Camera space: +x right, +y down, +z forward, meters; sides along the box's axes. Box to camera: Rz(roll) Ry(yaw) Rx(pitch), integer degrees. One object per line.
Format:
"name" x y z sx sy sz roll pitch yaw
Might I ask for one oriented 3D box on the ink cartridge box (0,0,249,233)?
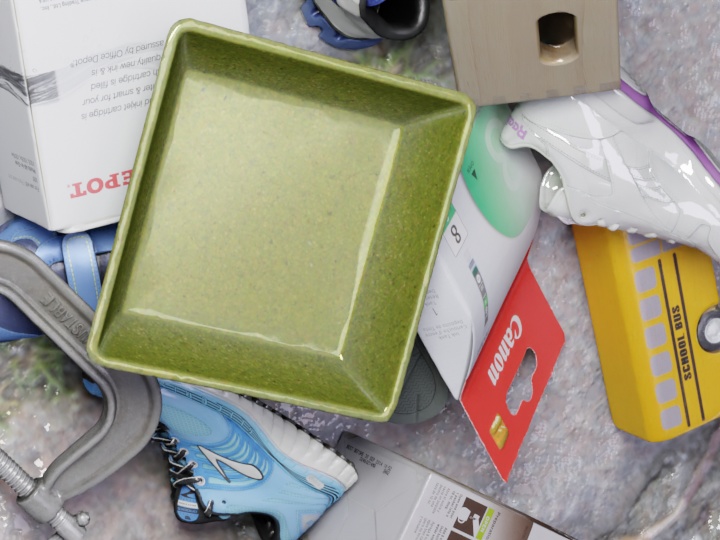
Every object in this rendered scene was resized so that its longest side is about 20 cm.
"ink cartridge box" -0.145 -0.138 1.545 0.146 0.084 0.201 -15 108 -26

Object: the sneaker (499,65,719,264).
"sneaker" 0.173 -0.055 1.700 0.200 0.075 0.100 42 102 -18

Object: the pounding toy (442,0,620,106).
"pounding toy" 0.116 -0.211 1.606 0.142 0.200 0.185 -7 67 4

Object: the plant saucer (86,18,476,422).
"plant saucer" -0.051 -0.029 1.540 0.199 0.048 0.200 13 95 -27

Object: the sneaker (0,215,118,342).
"sneaker" -0.141 -0.005 1.578 0.199 0.082 0.074 -18 110 -22

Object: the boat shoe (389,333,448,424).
"boat shoe" 0.002 0.000 1.677 0.074 0.065 0.202 -22 112 16

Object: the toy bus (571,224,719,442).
"toy bus" 0.194 0.006 1.784 0.078 0.065 0.201 -21 111 -22

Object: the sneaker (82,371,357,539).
"sneaker" -0.093 0.113 1.636 0.200 0.078 0.090 34 87 -30

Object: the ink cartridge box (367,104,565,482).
"ink cartridge box" 0.086 0.006 1.685 0.200 0.050 0.161 59 35 -24

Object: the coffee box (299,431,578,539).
"coffee box" 0.075 0.187 1.726 0.200 0.113 0.080 28 86 -31

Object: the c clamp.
"c clamp" -0.210 0.083 1.557 0.171 0.027 0.200 -34 114 9

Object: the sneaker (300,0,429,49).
"sneaker" -0.014 -0.211 1.588 0.081 0.115 0.200 -45 119 -15
